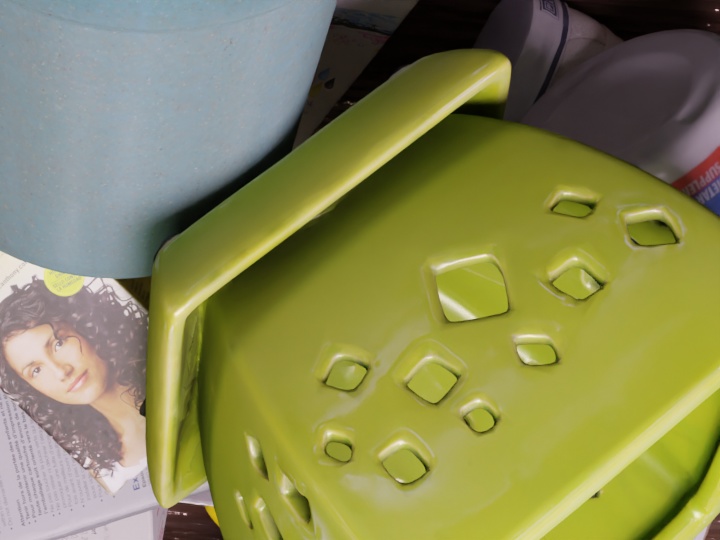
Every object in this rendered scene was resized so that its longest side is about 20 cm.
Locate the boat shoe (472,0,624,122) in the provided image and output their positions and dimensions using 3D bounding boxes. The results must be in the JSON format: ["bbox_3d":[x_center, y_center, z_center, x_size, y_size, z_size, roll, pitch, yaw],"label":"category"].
[{"bbox_3d":[0.056,-0.023,1.225,0.069,0.071,0.201,21,103,-21],"label":"boat shoe"}]

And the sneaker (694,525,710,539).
[{"bbox_3d":[0.107,0.075,1.288,0.070,0.108,0.201,28,132,38],"label":"sneaker"}]

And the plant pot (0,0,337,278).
[{"bbox_3d":[-0.088,-0.114,1.030,0.199,0.201,0.197,10,137,-3],"label":"plant pot"}]

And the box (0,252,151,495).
[{"bbox_3d":[-0.146,-0.004,1.152,0.075,0.050,0.200,-43,104,14],"label":"box"}]

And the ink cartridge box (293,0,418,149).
[{"bbox_3d":[-0.028,-0.147,1.150,0.116,0.068,0.200,27,130,-16],"label":"ink cartridge box"}]

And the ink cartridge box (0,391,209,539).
[{"bbox_3d":[-0.154,0.023,1.256,0.199,0.198,0.043,-18,172,24],"label":"ink cartridge box"}]

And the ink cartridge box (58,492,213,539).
[{"bbox_3d":[-0.148,0.084,1.341,0.199,0.116,0.068,5,135,3],"label":"ink cartridge box"}]

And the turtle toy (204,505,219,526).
[{"bbox_3d":[-0.010,0.156,1.374,0.200,0.101,0.146,-35,123,8],"label":"turtle toy"}]

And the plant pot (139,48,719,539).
[{"bbox_3d":[0.027,0.049,1.066,0.181,0.200,0.199,45,157,18],"label":"plant pot"}]

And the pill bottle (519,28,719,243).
[{"bbox_3d":[0.151,0.008,1.176,0.112,0.113,0.200,-20,121,23],"label":"pill bottle"}]
